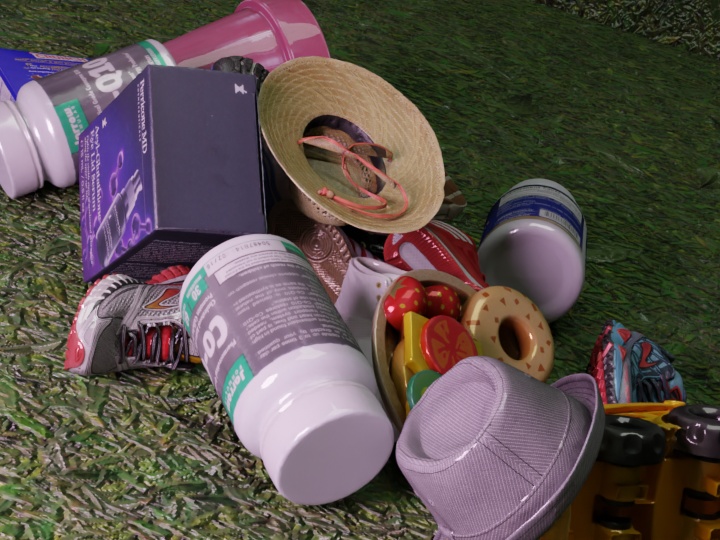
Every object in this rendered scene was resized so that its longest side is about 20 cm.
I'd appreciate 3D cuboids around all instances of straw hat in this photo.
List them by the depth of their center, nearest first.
[{"bbox_3d":[-0.023,-0.090,1.347,0.200,0.085,0.202,17,47,-19],"label":"straw hat"}]

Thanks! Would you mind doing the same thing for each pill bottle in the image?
[{"bbox_3d":[-0.057,0.074,1.145,0.112,0.114,0.200,1,38,-32],"label":"pill bottle"},{"bbox_3d":[-0.280,-0.152,1.518,0.199,0.114,0.113,-25,38,-20],"label":"pill bottle"},{"bbox_3d":[0.187,-0.027,1.601,0.115,0.117,0.200,17,21,4],"label":"pill bottle"}]

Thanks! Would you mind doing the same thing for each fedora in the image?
[{"bbox_3d":[0.085,0.123,1.054,0.090,0.177,0.200,40,1,-11],"label":"fedora"}]

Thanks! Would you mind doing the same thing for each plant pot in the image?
[{"bbox_3d":[-0.150,-0.214,1.755,0.178,0.201,0.200,-15,34,-25],"label":"plant pot"}]

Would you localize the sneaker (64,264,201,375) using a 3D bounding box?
[{"bbox_3d":[-0.169,0.045,1.238,0.082,0.078,0.200,27,24,23],"label":"sneaker"}]

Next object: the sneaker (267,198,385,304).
[{"bbox_3d":[0.000,0.000,1.418,0.200,0.071,0.112,44,23,-1],"label":"sneaker"}]

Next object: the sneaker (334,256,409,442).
[{"bbox_3d":[0.033,0.064,1.279,0.073,0.116,0.200,1,28,-37],"label":"sneaker"}]

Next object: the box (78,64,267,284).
[{"bbox_3d":[-0.171,-0.078,1.322,0.104,0.149,0.200,2,-16,-28],"label":"box"}]

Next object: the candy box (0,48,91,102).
[{"bbox_3d":[-0.322,-0.179,1.677,0.168,0.078,0.200,2,26,-27],"label":"candy box"}]

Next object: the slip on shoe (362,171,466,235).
[{"bbox_3d":[0.049,-0.069,1.476,0.076,0.060,0.200,54,20,3],"label":"slip on shoe"}]

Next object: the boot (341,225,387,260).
[{"bbox_3d":[-0.013,-0.074,1.542,0.203,0.074,0.154,22,-15,32],"label":"boot"}]

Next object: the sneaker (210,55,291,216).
[{"bbox_3d":[-0.107,-0.114,1.411,0.088,0.201,0.079,-6,43,16],"label":"sneaker"}]

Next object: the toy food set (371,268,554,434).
[{"bbox_3d":[0.089,0.088,1.224,0.199,0.049,0.199,25,50,-35],"label":"toy food set"}]

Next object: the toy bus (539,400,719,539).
[{"bbox_3d":[0.196,0.159,1.159,0.199,0.137,0.192,0,14,-28],"label":"toy bus"}]

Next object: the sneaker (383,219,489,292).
[{"bbox_3d":[0.113,0.027,1.393,0.201,0.078,0.115,55,25,1],"label":"sneaker"}]

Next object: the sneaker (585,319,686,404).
[{"bbox_3d":[0.261,0.104,1.386,0.095,0.080,0.200,20,22,6],"label":"sneaker"}]
